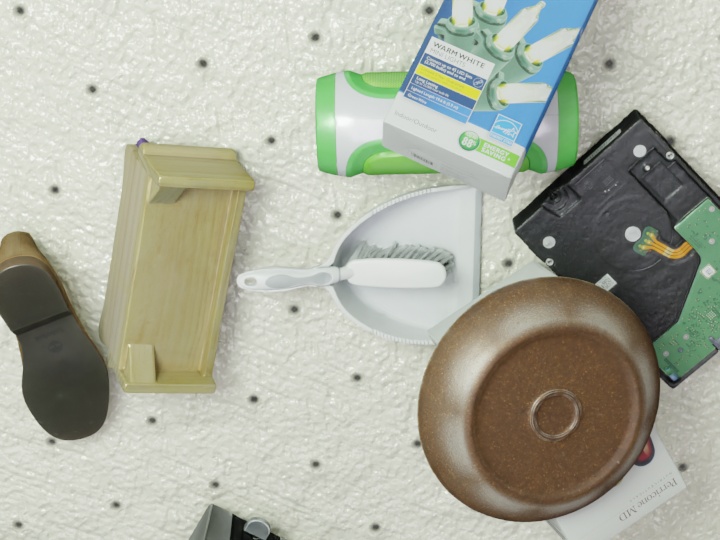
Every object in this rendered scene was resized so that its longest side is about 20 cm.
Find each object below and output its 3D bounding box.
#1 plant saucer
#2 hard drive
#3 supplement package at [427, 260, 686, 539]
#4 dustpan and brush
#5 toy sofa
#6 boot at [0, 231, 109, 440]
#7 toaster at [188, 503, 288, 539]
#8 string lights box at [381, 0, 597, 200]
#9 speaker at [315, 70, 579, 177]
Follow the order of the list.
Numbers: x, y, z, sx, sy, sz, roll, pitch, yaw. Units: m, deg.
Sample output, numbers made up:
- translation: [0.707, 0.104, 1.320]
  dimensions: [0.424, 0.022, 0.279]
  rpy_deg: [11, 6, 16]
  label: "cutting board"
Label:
- translation: [0.144, 0.105, 1.163]
  dimensions: [0.200, 0.037, 0.201]
  rpy_deg: [-4, 105, -14]
  label: "plant saucer"
- translation: [0.241, -0.016, 1.249]
  dimensions: [0.200, 0.038, 0.140]
  rpy_deg: [43, 107, -14]
  label: "hard drive"
- translation: [0.161, 0.113, 1.247]
  dimensions: [0.114, 0.110, 0.200]
  rpy_deg: [-34, 110, -4]
  label: "supplement package"
- translation: [0.000, 0.000, 1.247]
  dimensions: [0.199, 0.057, 0.140]
  rpy_deg: [0, 112, 1]
  label: "dustpan and brush"
- translation: [-0.153, -0.005, 1.247]
  dimensions: [0.083, 0.098, 0.201]
  rpy_deg: [2, 113, -25]
  label: "toy sofa"
- translation: [-0.259, 0.055, 1.278]
  dimensions: [0.073, 0.076, 0.200]
  rpy_deg: [-16, 126, -7]
  label: "boot"
- translation: [-0.096, 0.330, 1.350]
  dimensions: [0.180, 0.119, 0.200]
  rpy_deg: [27, 109, -9]
  label: "toaster"
- translation: [0.103, -0.165, 1.119]
  dimensions: [0.103, 0.059, 0.200]
  rpy_deg: [24, 78, 6]
  label: "string lights box"
- translation: [0.066, -0.115, 1.183]
  dimensions: [0.199, 0.088, 0.089]
  rpy_deg: [-1, 112, 1]
  label: "speaker"
